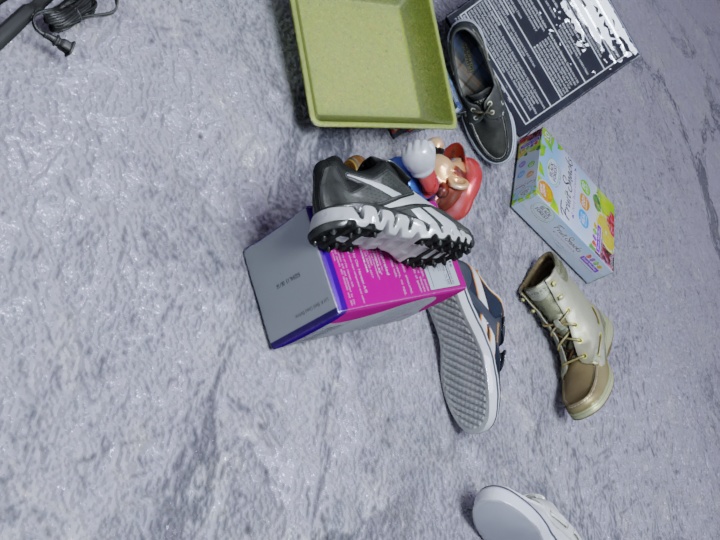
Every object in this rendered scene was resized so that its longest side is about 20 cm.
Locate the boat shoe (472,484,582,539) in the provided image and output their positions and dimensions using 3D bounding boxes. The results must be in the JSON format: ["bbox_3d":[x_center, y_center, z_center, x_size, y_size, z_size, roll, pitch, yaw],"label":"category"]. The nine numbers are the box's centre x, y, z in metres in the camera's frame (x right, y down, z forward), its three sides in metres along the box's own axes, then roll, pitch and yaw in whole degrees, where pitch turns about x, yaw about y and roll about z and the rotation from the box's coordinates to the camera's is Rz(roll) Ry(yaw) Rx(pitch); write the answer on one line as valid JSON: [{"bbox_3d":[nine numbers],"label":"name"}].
[{"bbox_3d":[0.191,0.280,0.863,0.199,0.071,0.067,42,41,-25],"label":"boat shoe"}]

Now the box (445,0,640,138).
[{"bbox_3d":[0.253,-0.332,1.121,0.202,0.196,0.123,55,13,-10],"label":"box"}]

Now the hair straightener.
[{"bbox_3d":[-0.265,-0.207,0.654,0.077,0.041,0.201,49,38,-17],"label":"hair straightener"}]

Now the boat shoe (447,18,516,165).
[{"bbox_3d":[0.159,-0.236,1.066,0.057,0.067,0.204,-57,129,-68],"label":"boat shoe"}]

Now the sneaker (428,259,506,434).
[{"bbox_3d":[0.131,0.080,0.892,0.078,0.078,0.204,5,66,-39],"label":"sneaker"}]

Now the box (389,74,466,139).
[{"bbox_3d":[0.050,-0.279,1.018,0.136,0.040,0.203,-25,90,-49],"label":"box"}]

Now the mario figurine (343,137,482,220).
[{"bbox_3d":[0.052,-0.115,0.874,0.197,0.108,0.123,-6,36,-35],"label":"mario figurine"}]

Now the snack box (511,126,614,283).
[{"bbox_3d":[0.312,-0.097,1.195,0.199,0.052,0.144,39,45,-26],"label":"snack box"}]

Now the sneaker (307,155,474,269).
[{"bbox_3d":[0.031,-0.058,0.711,0.197,0.066,0.093,9,64,-42],"label":"sneaker"}]

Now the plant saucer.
[{"bbox_3d":[0.004,-0.252,0.913,0.196,0.048,0.205,-4,79,-31],"label":"plant saucer"}]

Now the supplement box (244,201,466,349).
[{"bbox_3d":[0.000,0.000,0.775,0.198,0.100,0.106,-6,73,-49],"label":"supplement box"}]

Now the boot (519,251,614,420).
[{"bbox_3d":[0.270,0.082,1.046,0.155,0.071,0.201,49,38,-18],"label":"boot"}]
